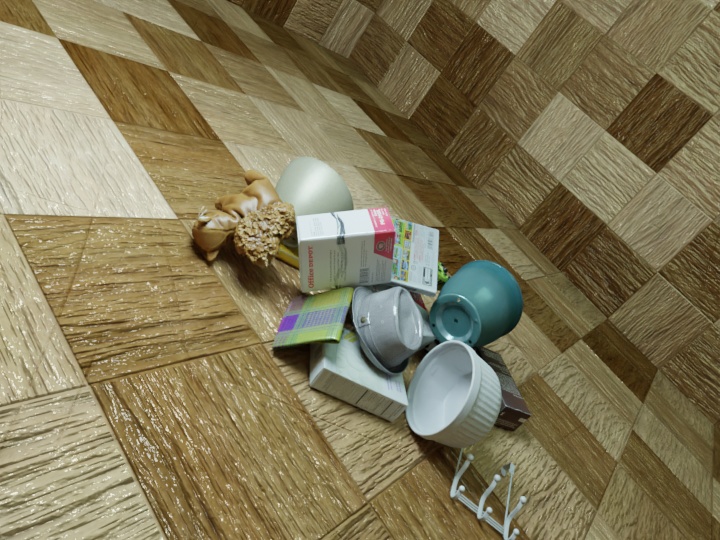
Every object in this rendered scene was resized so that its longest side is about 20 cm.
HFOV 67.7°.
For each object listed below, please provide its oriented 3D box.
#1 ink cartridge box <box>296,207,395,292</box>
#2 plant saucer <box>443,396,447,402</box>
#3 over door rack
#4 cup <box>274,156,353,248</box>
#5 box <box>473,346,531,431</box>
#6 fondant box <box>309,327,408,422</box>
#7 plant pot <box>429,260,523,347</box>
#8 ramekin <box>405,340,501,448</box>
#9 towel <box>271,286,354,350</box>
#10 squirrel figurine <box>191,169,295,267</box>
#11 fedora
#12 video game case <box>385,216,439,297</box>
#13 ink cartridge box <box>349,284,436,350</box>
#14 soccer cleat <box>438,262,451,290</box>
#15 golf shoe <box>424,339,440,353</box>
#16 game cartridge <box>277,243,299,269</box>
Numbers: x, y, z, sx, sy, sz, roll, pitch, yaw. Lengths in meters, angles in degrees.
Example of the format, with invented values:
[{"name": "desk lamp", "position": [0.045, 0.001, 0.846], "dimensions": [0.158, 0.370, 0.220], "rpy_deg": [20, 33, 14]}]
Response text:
[{"name": "ink cartridge box", "position": [-0.034, -0.042, 1.119], "dimensions": [0.195, 0.147, 0.085], "rpy_deg": [-6, 43, -9]}, {"name": "plant saucer", "position": [0.239, 0.261, 1.223], "dimensions": [0.195, 0.050, 0.204], "rpy_deg": [14, 52, -18]}, {"name": "over door rack", "position": [0.254, 0.409, 1.068], "dimensions": [0.147, 0.067, 0.200], "rpy_deg": [39, 26, -3]}, {"name": "cup", "position": [-0.133, -0.136, 1.243], "dimensions": [0.199, 0.201, 0.144], "rpy_deg": [39, 54, 0]}, {"name": "box", "position": [0.340, 0.295, 1.361], "dimensions": [0.099, 0.075, 0.202], "rpy_deg": [24, 28, -29]}, {"name": "fondant box", "position": [-0.006, 0.196, 1.067], "dimensions": [0.197, 0.059, 0.146], "rpy_deg": [30, 27, -23]}, {"name": "plant pot", "position": [0.264, 0.096, 1.285], "dimensions": [0.200, 0.201, 0.187], "rpy_deg": [46, 35, 16]}, {"name": "ramekin", "position": [0.191, 0.255, 1.080], "dimensions": [0.104, 0.201, 0.202], "rpy_deg": [32, 26, -22]}, {"name": "towel", "position": [-0.089, 0.093, 1.061], "dimensions": [0.201, 0.140, 0.023], "rpy_deg": [-76, 154, -63]}, {"name": "squirrel figurine", "position": [-0.237, -0.092, 1.081], "dimensions": [0.198, 0.145, 0.185], "rpy_deg": [28, 39, 36]}, {"name": "fedora", "position": [0.067, 0.103, 1.088], "dimensions": [0.176, 0.089, 0.203], "rpy_deg": [37, 36, -32]}, {"name": "video game case", "position": [0.096, -0.042, 1.263], "dimensions": [0.177, 0.023, 0.203], "rpy_deg": [15, 50, -6]}, {"name": "ink cartridge box", "position": [0.070, 0.106, 1.259], "dimensions": [0.197, 0.083, 0.147], "rpy_deg": [14, 46, -44]}, {"name": "soccer cleat", "position": [0.188, 0.019, 1.388], "dimensions": [0.066, 0.083, 0.200], "rpy_deg": [63, 11, 18]}, {"name": "golf shoe", "position": [0.205, 0.202, 1.336], "dimensions": [0.199, 0.079, 0.094], "rpy_deg": [42, 32, 25]}, {"name": "game cartridge", "position": [-0.207, -0.093, 1.296], "dimensions": [0.197, 0.033, 0.178], "rpy_deg": [27, 28, -20]}]
